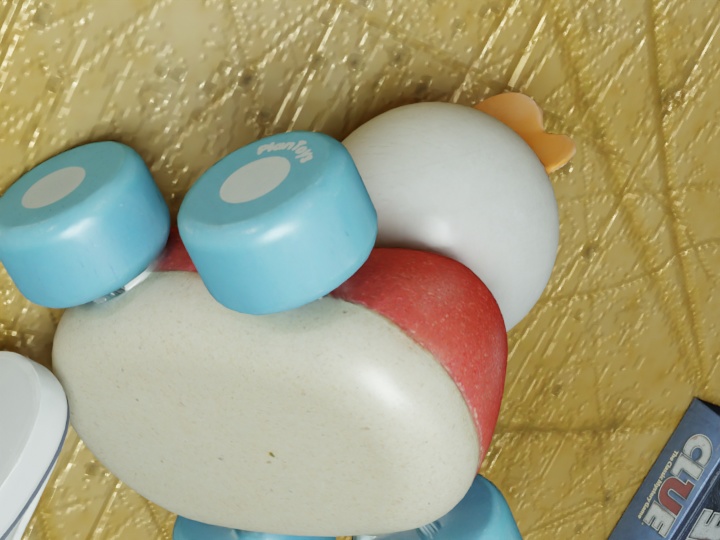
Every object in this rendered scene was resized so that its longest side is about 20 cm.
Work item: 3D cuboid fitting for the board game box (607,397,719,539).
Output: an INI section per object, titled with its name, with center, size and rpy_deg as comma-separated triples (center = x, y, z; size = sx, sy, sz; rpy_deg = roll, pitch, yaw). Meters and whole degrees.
[board game box]
center = 0.174, 0.173, 1.010
size = 0.135, 0.035, 0.201
rpy_deg = 19, 106, -43

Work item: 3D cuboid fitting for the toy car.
[toy car]
center = 0.000, 0.000, 0.711
size = 0.200, 0.176, 0.185
rpy_deg = -51, 128, -38

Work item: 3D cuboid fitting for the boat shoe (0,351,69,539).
[boat shoe]
center = -0.162, 0.118, 0.695
size = 0.066, 0.072, 0.201
rpy_deg = 27, 101, -48
